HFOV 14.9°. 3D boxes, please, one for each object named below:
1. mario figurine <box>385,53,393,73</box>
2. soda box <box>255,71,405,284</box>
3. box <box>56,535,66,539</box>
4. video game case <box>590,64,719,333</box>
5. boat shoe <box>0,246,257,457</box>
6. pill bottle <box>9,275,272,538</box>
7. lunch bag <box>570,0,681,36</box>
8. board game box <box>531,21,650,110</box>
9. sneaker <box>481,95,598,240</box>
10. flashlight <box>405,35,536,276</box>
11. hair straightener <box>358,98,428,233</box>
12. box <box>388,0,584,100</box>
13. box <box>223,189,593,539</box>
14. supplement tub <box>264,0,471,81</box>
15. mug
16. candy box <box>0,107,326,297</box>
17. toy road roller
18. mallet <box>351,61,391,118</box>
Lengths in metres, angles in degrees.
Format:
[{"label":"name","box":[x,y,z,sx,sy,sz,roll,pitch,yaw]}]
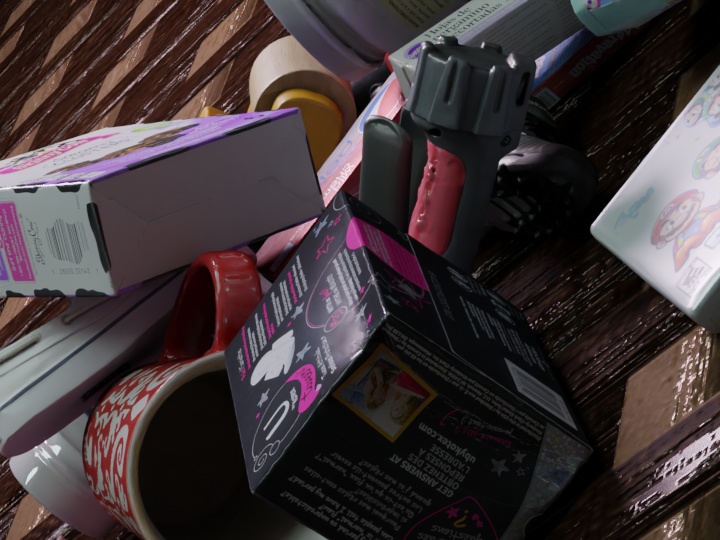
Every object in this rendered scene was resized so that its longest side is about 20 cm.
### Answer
[{"label":"mario figurine","box":[0.091,-0.191,1.792,0.123,0.106,0.200,-9,-38,-54]},{"label":"soda box","box":[0.021,-0.059,1.720,0.200,0.070,0.063,-53,18,-2]},{"label":"box","box":[-0.200,0.267,1.601,0.200,0.103,0.095,-48,18,19]},{"label":"video game case","box":[0.203,-0.072,1.355,0.200,0.024,0.182,-52,17,4]},{"label":"boat shoe","box":[-0.157,0.031,1.685,0.200,0.065,0.074,-35,-17,-16]},{"label":"pill bottle","box":[-0.136,0.074,1.797,0.200,0.111,0.111,-51,17,6]},{"label":"lunch bag","box":[0.190,-0.228,1.509,0.170,0.122,0.200,-23,36,27]},{"label":"board game box","box":[0.149,-0.183,1.721,0.103,0.019,0.200,-39,22,34]},{"label":"sneaker","box":[0.086,-0.066,1.574,0.091,0.066,0.200,-60,16,-15]},{"label":"flashlight","box":[0.035,-0.026,1.490,0.068,0.068,0.200,-18,-55,-52]},{"label":"hair straightener","box":[0.000,0.000,1.561,0.077,0.041,0.200,-24,-42,-46]},{"label":"box","box":[0.109,-0.158,1.612,0.200,0.041,0.039,-36,33,-16]},{"label":"box","box":[0.019,0.066,1.381,0.115,0.132,0.200,-53,17,12]},{"label":"supplement tub","box":[0.036,-0.222,1.662,0.200,0.145,0.145,-37,21,16]},{"label":"mug","box":[-0.079,0.091,1.596,0.178,0.133,0.200,-63,14,-9]},{"label":"candy box","box":[-0.152,-0.040,1.676,0.168,0.072,0.200,-22,14,-40]},{"label":"toy road roller","box":[-0.100,-0.071,1.878,0.123,0.146,0.200,-102,33,-67]},{"label":"mallet","box":[0.003,-0.078,1.874,0.066,0.041,0.200,-38,27,42]}]
